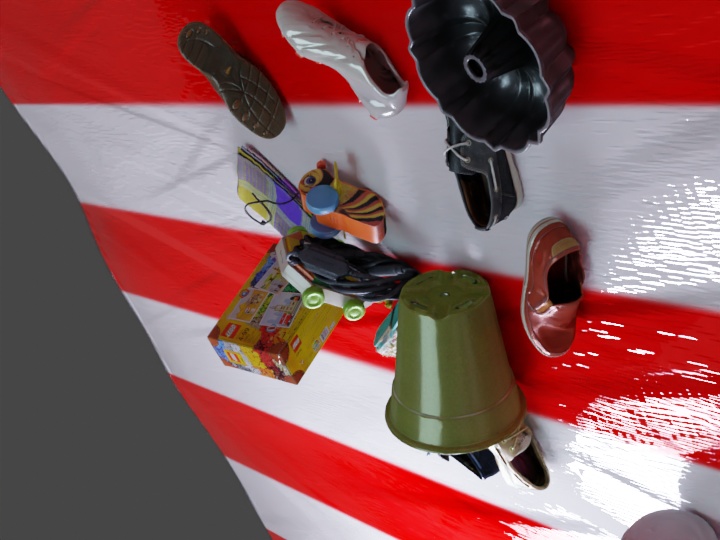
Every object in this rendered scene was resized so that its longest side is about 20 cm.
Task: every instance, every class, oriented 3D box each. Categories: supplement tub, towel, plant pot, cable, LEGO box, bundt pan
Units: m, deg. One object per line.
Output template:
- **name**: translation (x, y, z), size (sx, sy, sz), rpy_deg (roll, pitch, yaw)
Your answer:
- **supplement tub**: translation (0.415, 0.423, 1.603), size (0.131, 0.132, 0.202), rpy_deg (21, 142, 47)
- **towel**: translation (-0.128, -0.098, 1.955), size (0.200, 0.023, 0.144), rpy_deg (44, 153, 16)
- **plant pot**: translation (0.121, 0.108, 1.653), size (0.199, 0.199, 0.193), rpy_deg (24, 131, 44)
- **cable**: translation (0.000, 0.000, 1.728), size (0.197, 0.163, 0.052), rpy_deg (18, 100, 16)
- **LEGO box**: translation (-0.118, 0.064, 1.908), size (0.147, 0.201, 0.078), rpy_deg (10, 143, 34)
- **bundt pan**: translation (0.141, -0.226, 1.267), size (0.201, 0.076, 0.203), rpy_deg (38, 151, 25)

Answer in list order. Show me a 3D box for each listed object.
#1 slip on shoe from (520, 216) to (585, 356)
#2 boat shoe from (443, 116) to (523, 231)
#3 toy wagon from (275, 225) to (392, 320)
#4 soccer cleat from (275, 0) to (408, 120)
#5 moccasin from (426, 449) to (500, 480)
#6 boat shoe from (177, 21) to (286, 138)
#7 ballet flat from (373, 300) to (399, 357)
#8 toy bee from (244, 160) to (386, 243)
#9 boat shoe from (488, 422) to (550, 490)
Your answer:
- **slip on shoe**: translation (0.232, 0.031, 1.456), size (0.061, 0.073, 0.202), rpy_deg (51, 157, 45)
- **boat shoe**: translation (0.129, -0.141, 1.417), size (0.071, 0.067, 0.202), rpy_deg (18, 138, 52)
- **toy wagon**: translation (-0.031, 0.006, 1.809), size (0.040, 0.198, 0.156), rpy_deg (-56, 31, 29)
- **soccer cleat**: translation (-0.018, -0.269, 1.500), size (0.200, 0.069, 0.078), rpy_deg (42, 149, 3)
- **moccasin**: translation (0.141, 0.260, 1.922), size (0.199, 0.068, 0.081), rpy_deg (22, 143, 47)
- **boat shoe**: translation (-0.178, -0.276, 1.766), size (0.200, 0.072, 0.068), rpy_deg (47, -171, -9)
- **ballet flat**: translation (0.072, 0.079, 1.822), size (0.063, 0.077, 0.200), rpy_deg (19, 159, -6)
- **toy bee**: translation (-0.048, -0.110, 1.738), size (0.198, 0.110, 0.131), rpy_deg (24, 144, -1)
- **boat shoe**: translation (0.218, 0.241, 1.774), size (0.066, 0.074, 0.201), rpy_deg (10, 143, 50)
